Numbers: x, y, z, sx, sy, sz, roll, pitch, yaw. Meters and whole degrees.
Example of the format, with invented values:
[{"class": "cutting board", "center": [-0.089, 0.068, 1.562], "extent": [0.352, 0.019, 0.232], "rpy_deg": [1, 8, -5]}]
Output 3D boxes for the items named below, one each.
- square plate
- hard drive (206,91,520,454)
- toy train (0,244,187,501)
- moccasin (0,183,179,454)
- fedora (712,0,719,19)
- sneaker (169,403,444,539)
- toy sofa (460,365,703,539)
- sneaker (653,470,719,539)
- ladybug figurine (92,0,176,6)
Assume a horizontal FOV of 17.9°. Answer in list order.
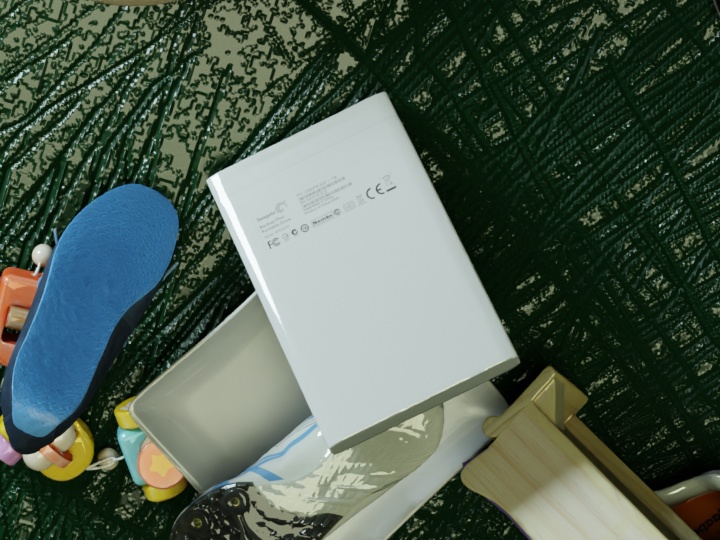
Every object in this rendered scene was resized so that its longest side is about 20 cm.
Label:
[{"class": "square plate", "center": [-0.026, 0.092, 1.518], "extent": [0.200, 0.028, 0.198], "rpy_deg": [-43, 110, -10]}, {"class": "hard drive", "center": [0.000, 0.000, 1.454], "extent": [0.131, 0.027, 0.201], "rpy_deg": [-26, 69, 0]}, {"class": "toy train", "center": [-0.169, 0.078, 1.504], "extent": [0.199, 0.056, 0.151], "rpy_deg": [18, 104, -12]}, {"class": "moccasin", "center": [-0.181, 0.028, 1.441], "extent": [0.080, 0.200, 0.068], "rpy_deg": [31, 142, -1]}, {"class": "fedora", "center": [0.316, -0.208, 1.456], "extent": [0.199, 0.092, 0.202], "rpy_deg": [-2, 107, -7]}, {"class": "sneaker", "center": [-0.033, 0.134, 1.476], "extent": [0.199, 0.072, 0.072], "rpy_deg": [-31, 100, 2]}, {"class": "toy sofa", "center": [0.165, 0.166, 1.500], "extent": [0.098, 0.083, 0.200], "rpy_deg": [-48, 63, 4]}, {"class": "sneaker", "center": [0.192, 0.208, 1.566], "extent": [0.200, 0.079, 0.078], "rpy_deg": [-45, 64, 1]}, {"class": "ladybug figurine", "center": [-0.114, -0.240, 1.405], "extent": [0.199, 0.072, 0.136], "rpy_deg": [-21, 109, 0]}]
